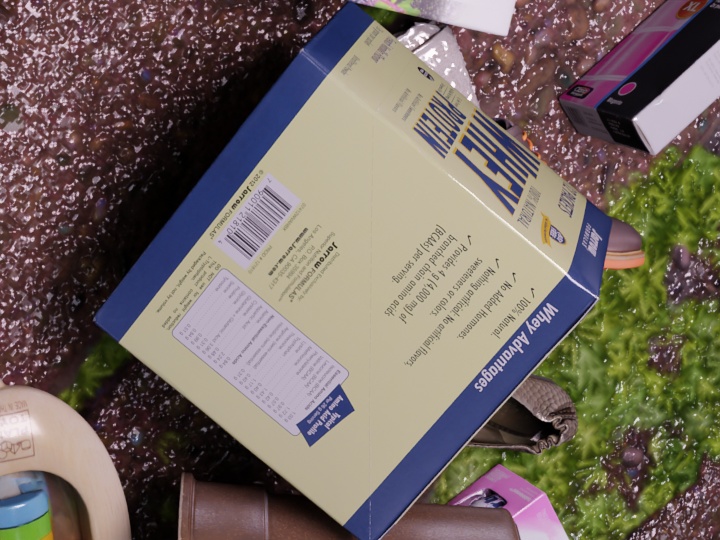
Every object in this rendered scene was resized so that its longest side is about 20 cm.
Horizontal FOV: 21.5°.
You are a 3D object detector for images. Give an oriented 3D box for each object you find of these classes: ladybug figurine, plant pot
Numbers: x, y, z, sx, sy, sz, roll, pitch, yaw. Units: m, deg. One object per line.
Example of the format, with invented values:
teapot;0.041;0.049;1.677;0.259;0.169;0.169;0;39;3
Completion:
ladybug figurine;-0.204;0.154;1.101;0.134;0.072;0.202;-9;106;-23
plant pot;-0.006;0.218;1.104;0.196;0.200;0.203;0;103;-4

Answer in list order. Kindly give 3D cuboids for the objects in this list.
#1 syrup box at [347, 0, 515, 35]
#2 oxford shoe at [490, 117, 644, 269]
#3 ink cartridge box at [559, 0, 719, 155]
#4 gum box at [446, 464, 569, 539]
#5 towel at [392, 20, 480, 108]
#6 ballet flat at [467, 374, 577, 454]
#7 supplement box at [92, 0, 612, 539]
syrup box;-0.004;-0.198;1.103;0.198;0.081;0.080;9;100;-25
oxford shoe;0.098;-0.051;1.157;0.198;0.071;0.073;18;91;-28
ink cartridge box;0.226;-0.154;1.211;0.200;0.095;0.037;-40;114;-11
gum box;0.099;0.239;1.263;0.113;0.066;0.201;-34;114;-15
towel;0.031;-0.044;1.183;0.132;0.034;0.201;-30;113;-15
ballet flat;0.063;0.088;1.203;0.198;0.046;0.068;13;118;-36
supplement box;0.000;0.000;1.050;0.199;0.134;0.200;39;112;-4
